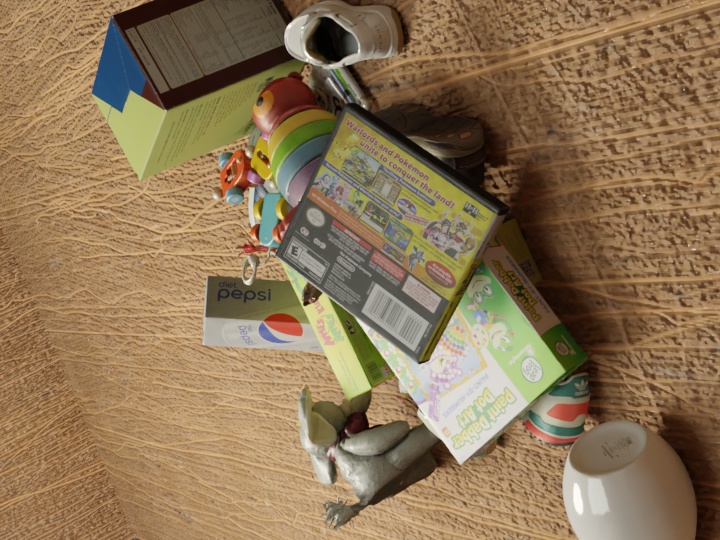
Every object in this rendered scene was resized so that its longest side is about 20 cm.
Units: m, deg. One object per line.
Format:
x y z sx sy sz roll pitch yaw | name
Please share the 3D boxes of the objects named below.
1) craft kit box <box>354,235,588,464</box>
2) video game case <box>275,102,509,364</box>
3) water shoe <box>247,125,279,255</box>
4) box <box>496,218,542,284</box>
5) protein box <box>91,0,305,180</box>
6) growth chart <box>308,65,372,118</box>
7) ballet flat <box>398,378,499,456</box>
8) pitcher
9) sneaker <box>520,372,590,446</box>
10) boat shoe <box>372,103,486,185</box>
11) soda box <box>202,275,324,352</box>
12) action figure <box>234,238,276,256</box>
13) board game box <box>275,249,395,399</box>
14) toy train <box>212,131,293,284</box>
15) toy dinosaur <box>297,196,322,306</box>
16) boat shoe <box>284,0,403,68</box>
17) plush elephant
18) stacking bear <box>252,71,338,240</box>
0.106 0.067 1.460 0.198 0.048 0.200 52 135 12 | craft kit box
0.027 -0.037 1.423 0.200 0.025 0.182 36 114 23 | video game case
-0.100 -0.094 1.842 0.079 0.071 0.201 33 142 44 | water shoe
0.114 0.004 1.534 0.076 0.050 0.200 65 155 1 | box
-0.198 -0.240 1.744 0.136 0.199 0.199 60 155 10 | protein box
-0.030 -0.177 1.692 0.145 0.018 0.200 54 154 21 | growth chart
0.086 0.140 1.697 0.200 0.065 0.071 52 153 26 | ballet flat
0.261 0.237 1.400 0.201 0.121 0.172 64 173 -26 | pitcher
0.172 0.098 1.506 0.200 0.070 0.094 40 128 46 | sneaker
0.058 -0.123 1.498 0.200 0.074 0.074 25 134 56 | boat shoe
-0.100 0.057 1.827 0.064 0.198 0.069 103 170 -52 | soda box
-0.102 -0.016 1.840 0.201 0.098 0.066 81 -176 -49 | action figure
-0.015 0.045 1.754 0.047 0.101 0.201 -27 88 40 | board game box
-0.115 -0.085 1.743 0.150 0.055 0.201 -52 42 39 | toy train
0.014 -0.039 1.537 0.136 0.199 0.086 54 -160 -74 | toy dinosaur
-0.036 -0.253 1.551 0.199 0.069 0.071 7 114 56 | boat shoe
-0.005 0.210 1.789 0.155 0.199 0.165 50 159 20 | plush elephant
-0.062 -0.140 1.643 0.122 0.113 0.201 -49 53 30 | stacking bear
